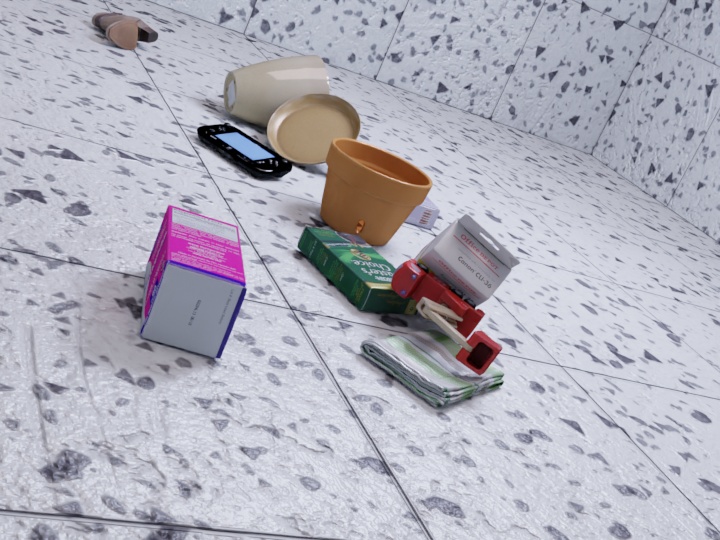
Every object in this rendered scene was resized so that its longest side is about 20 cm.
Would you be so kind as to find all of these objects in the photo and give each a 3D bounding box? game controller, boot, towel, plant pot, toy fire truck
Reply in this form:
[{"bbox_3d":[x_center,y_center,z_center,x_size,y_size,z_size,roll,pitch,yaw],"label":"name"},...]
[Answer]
[{"bbox_3d":[-0.227,-0.235,2.018,0.200,0.042,0.104,34,21,28],"label":"game controller"},{"bbox_3d":[-0.594,-0.589,2.515,0.146,0.070,0.200,25,16,22],"label":"boot"},{"bbox_3d":[0.106,0.127,1.456,0.149,0.031,0.200,35,21,26],"label":"towel"},{"bbox_3d":[-0.098,-0.295,2.199,0.200,0.028,0.200,-2,55,3],"label":"plant pot"},{"bbox_3d":[0.014,-0.138,1.894,0.200,0.140,0.200,22,19,-8],"label":"plant pot"},{"bbox_3d":[-0.196,-0.392,2.308,0.200,0.188,0.187,-2,29,-26],"label":"plant pot"},{"bbox_3d":[0.121,0.062,1.506,0.200,0.049,0.141,38,16,10],"label":"toy fire truck"}]

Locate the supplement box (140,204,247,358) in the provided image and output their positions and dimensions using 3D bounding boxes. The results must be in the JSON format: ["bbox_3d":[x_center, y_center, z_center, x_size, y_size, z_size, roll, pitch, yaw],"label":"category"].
[{"bbox_3d":[-0.207,0.009,1.284,0.103,0.101,0.200,18,19,-16],"label":"supplement box"}]

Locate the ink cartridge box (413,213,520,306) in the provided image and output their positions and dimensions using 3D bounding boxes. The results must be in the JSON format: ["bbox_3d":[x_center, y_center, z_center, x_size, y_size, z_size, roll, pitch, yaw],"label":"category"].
[{"bbox_3d":[0.151,-0.002,1.593,0.116,0.068,0.200,41,-23,-1],"label":"ink cartridge box"}]

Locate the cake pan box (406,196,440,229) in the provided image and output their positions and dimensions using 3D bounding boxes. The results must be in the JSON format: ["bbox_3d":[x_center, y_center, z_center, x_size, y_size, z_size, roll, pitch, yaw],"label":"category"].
[{"bbox_3d":[0.045,-0.165,2.147,0.200,0.052,0.184,15,19,-27],"label":"cake pan box"}]

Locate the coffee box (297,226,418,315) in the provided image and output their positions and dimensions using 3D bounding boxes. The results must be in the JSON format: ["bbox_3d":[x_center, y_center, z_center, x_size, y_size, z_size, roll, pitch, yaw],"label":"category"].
[{"bbox_3d":[0.000,0.000,1.649,0.123,0.044,0.200,9,24,-40],"label":"coffee box"}]
